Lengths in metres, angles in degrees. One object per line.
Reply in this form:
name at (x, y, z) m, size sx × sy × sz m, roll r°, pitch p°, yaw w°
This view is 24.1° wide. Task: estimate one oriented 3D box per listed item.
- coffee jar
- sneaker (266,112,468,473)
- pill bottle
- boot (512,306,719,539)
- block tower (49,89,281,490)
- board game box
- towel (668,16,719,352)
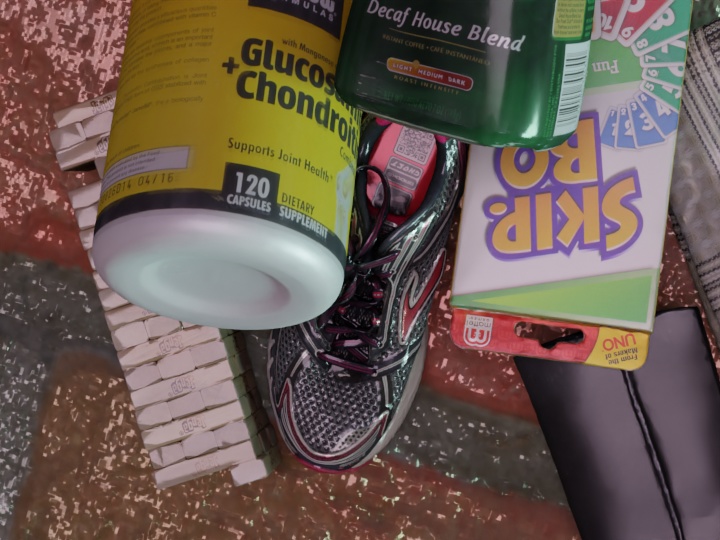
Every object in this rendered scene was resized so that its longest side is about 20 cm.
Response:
coffee jar at (0.056, -0.157, 0.697) m, size 0.104 × 0.085 × 0.201 m, roll 17°, pitch 107°, yaw 25°
sneaker at (0.000, 0.000, 0.812) m, size 0.080 × 0.075 × 0.201 m, roll 14°, pitch 95°, yaw 5°
pill bottle at (-0.054, -0.083, 0.768) m, size 0.111 × 0.112 × 0.201 m, roll 3°, pitch 68°, yaw 5°
boot at (0.112, 0.130, 0.812) m, size 0.164 × 0.066 × 0.201 m, roll -16°, pitch 95°, yaw -2°
block tower at (-0.097, 0.010, 0.832) m, size 0.057 × 0.054 × 0.201 m, roll -18°, pitch 91°, yaw 7°
board game box at (0.098, -0.058, 0.786) m, size 0.095 × 0.030 × 0.201 m, roll 7°, pitch 88°, yaw 8°
towel at (0.232, -0.037, 0.777) m, size 0.192 × 0.035 × 0.201 m, roll -22°, pitch 92°, yaw 27°
